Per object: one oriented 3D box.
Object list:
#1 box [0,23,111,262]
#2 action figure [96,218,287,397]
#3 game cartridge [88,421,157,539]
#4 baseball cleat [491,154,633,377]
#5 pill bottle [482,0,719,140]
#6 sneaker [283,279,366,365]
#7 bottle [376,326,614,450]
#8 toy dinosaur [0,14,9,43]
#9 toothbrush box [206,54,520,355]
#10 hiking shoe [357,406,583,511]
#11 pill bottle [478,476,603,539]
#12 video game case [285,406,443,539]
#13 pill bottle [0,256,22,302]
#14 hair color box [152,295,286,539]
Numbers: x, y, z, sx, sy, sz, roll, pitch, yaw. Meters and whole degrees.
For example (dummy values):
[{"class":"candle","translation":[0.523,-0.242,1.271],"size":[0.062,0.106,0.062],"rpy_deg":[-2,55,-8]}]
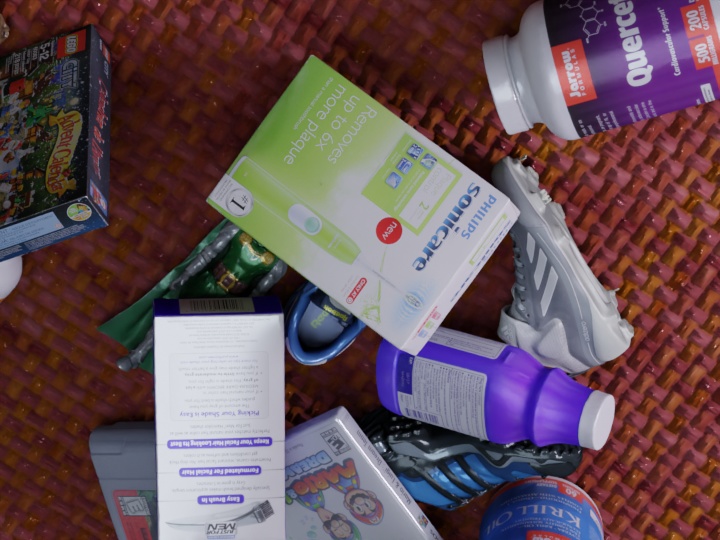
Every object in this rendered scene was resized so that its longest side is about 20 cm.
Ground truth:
[{"class":"box","translation":[-0.267,-0.098,1.590],"size":[0.136,0.201,0.038],"rpy_deg":[-19,136,14]},{"class":"action figure","translation":[-0.125,0.022,1.701],"size":[0.118,0.055,0.200],"rpy_deg":[39,107,-6]},{"class":"game cartridge","translation":[-0.155,0.226,1.772],"size":[0.132,0.041,0.201],"rpy_deg":[-5,114,24]},{"class":"baseball cleat","translation":[0.143,0.005,1.651],"size":[0.106,0.070,0.200],"rpy_deg":[-30,105,17]},{"class":"pill bottle","translation":[0.200,-0.169,1.550],"size":[0.199,0.113,0.113],"rpy_deg":[-16,110,12]},{"class":"sneaker","translation":[0.000,0.000,1.659],"size":[0.074,0.082,0.201],"rpy_deg":[31,111,-4]},{"class":"bottle","translation":[0.111,0.101,1.661],"size":[0.199,0.065,0.084],"rpy_deg":[14,129,25]},{"class":"toy dinosaur","translation":[-0.366,-0.138,1.621],"size":[0.199,0.106,0.061],"rpy_deg":[-34,78,7]},{"class":"toothbrush box","translation":[0.003,-0.050,1.583],"size":[0.200,0.086,0.146],"rpy_deg":[38,92,11]},{"class":"hiking shoe","translation":[0.095,0.165,1.728],"size":[0.199,0.074,0.087],"rpy_deg":[3,120,16]},{"class":"pill bottle","translation":[0.150,0.265,1.685],"size":[0.111,0.200,0.113],"rpy_deg":[2,112,5]},{"class":"video game case","translation":[-0.039,0.225,1.757],"size":[0.199,0.024,0.182],"rpy_deg":[-27,107,34]},{"class":"pill bottle","translation":[-0.359,0.003,1.685],"size":[0.112,0.112,0.200],"rpy_deg":[44,111,-11]},{"class":"hair color box","translation":[-0.118,0.125,1.666],"size":[0.109,0.065,0.201],"rpy_deg":[-1,103,-6]}]
